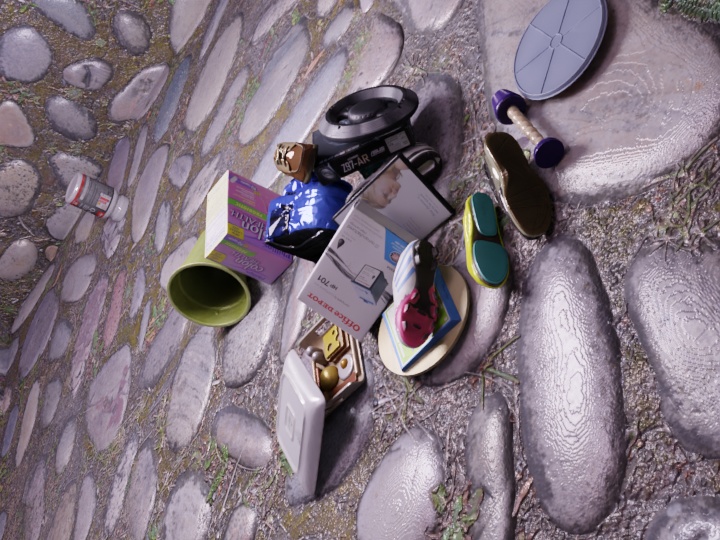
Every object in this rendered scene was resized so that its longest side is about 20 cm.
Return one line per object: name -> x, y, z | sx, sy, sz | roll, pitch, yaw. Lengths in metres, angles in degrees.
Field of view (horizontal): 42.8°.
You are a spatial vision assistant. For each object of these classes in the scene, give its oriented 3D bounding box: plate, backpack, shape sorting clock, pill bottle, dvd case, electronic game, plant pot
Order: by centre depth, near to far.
shape sorting clock -> 0.105, 0.083, 1.537 | 0.199, 0.039, 0.202 | -34, 42, 37
dvd case -> 0.056, -0.101, 1.656 | 0.200, 0.143, 0.018 | -41, 7, 36
plate -> -0.117, 0.277, 1.684 | 0.200, 0.032, 0.203 | -133, 47, -59
electronic game -> 0.015, -0.297, 1.740 | 0.197, 0.042, 0.201 | -14, 31, 9
backpack -> -0.080, -0.112, 1.831 | 0.199, 0.161, 0.171 | -8, 73, 52
plant pot -> -0.342, -0.004, 2.186 | 0.200, 0.199, 0.191 | -42, 26, 35
pill bottle -> -0.926, -0.253, 3.234 | 0.115, 0.198, 0.117 | -36, 41, 39

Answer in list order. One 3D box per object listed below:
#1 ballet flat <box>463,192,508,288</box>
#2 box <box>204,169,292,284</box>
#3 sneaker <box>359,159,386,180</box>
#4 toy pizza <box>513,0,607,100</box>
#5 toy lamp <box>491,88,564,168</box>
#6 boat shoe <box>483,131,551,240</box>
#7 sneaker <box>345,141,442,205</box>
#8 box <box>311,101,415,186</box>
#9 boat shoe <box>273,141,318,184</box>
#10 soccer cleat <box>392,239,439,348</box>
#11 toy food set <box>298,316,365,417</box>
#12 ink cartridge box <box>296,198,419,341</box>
ballet flat -> 0.195, -0.035, 1.469 | 0.067, 0.066, 0.202 | 115, 160, -47
box -> -0.255, -0.099, 2.095 | 0.097, 0.174, 0.202 | -41, 38, 35
sneaker -> 0.027, -0.184, 1.807 | 0.077, 0.079, 0.202 | -41, 39, 36
toy pizza -> 0.330, -0.369, 1.504 | 0.199, 0.031, 0.203 | -35, 44, 41
toy lamp -> 0.266, -0.236, 1.492 | 0.058, 0.058, 0.201 | -51, 35, 23
boat shoe -> 0.244, -0.126, 1.444 | 0.066, 0.071, 0.203 | 92, 162, -58
sneaker -> 0.056, -0.175, 1.734 | 0.199, 0.076, 0.116 | -30, 27, 4
box -> 0.003, -0.255, 1.774 | 0.198, 0.044, 0.161 | -22, 33, 12
boat shoe -> -0.128, -0.207, 1.735 | 0.200, 0.073, 0.077 | -163, 87, -77
soccer cleat -> 0.085, 0.045, 1.507 | 0.086, 0.069, 0.202 | -39, 34, 52
toy food set -> -0.065, 0.174, 1.723 | 0.144, 0.060, 0.202 | -46, 37, 31
ink cartridge box -> 0.000, 0.000, 1.638 | 0.201, 0.145, 0.086 | -57, 2, 16
